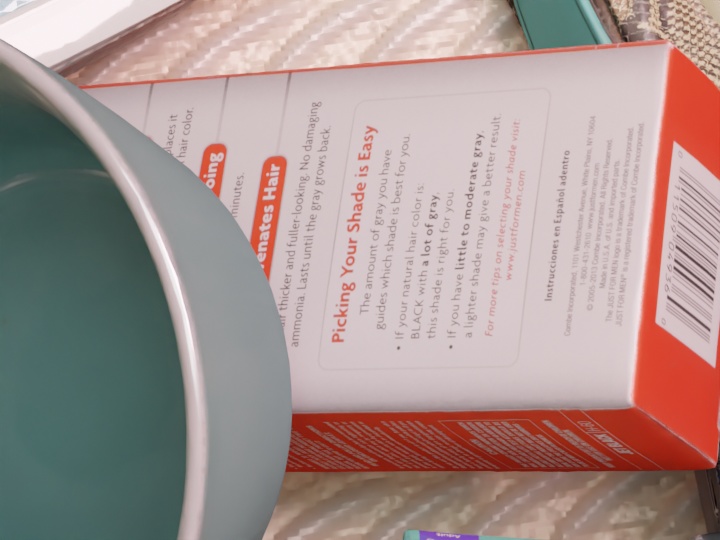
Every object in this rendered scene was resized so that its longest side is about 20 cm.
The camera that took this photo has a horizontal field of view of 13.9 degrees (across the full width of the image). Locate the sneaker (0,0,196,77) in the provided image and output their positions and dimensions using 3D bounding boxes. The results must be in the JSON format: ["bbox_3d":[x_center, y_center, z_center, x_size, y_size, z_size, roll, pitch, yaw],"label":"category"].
[{"bbox_3d":[-0.103,-0.093,0.841,0.200,0.074,0.082,-30,94,-35],"label":"sneaker"}]

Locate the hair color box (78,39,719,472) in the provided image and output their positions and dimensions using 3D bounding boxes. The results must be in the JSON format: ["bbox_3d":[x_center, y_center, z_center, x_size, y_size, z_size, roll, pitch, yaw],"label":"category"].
[{"bbox_3d":[0.000,0.000,0.804,0.199,0.061,0.102,-1,71,29],"label":"hair color box"}]

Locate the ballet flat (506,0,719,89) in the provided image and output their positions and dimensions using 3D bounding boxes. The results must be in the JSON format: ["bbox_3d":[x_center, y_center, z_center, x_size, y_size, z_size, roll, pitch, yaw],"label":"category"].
[{"bbox_3d":[0.064,-0.109,0.892,0.075,0.068,0.200,-24,79,-31],"label":"ballet flat"}]

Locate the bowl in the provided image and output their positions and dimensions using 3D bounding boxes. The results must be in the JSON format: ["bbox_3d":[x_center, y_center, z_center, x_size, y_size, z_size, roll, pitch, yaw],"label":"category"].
[{"bbox_3d":[-0.097,0.033,0.749,0.200,0.105,0.202,2,95,30],"label":"bowl"}]

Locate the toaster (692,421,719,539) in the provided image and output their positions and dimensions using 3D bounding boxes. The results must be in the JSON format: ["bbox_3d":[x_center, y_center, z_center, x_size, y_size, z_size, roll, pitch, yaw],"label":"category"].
[{"bbox_3d":[0.177,0.022,0.821,0.199,0.114,0.130,-16,71,-3],"label":"toaster"}]

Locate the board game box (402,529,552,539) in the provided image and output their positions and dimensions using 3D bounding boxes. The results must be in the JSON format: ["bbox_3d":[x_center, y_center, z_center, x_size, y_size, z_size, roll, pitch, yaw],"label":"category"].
[{"bbox_3d":[0.080,0.170,0.755,0.152,0.045,0.201,3,105,0],"label":"board game box"}]
